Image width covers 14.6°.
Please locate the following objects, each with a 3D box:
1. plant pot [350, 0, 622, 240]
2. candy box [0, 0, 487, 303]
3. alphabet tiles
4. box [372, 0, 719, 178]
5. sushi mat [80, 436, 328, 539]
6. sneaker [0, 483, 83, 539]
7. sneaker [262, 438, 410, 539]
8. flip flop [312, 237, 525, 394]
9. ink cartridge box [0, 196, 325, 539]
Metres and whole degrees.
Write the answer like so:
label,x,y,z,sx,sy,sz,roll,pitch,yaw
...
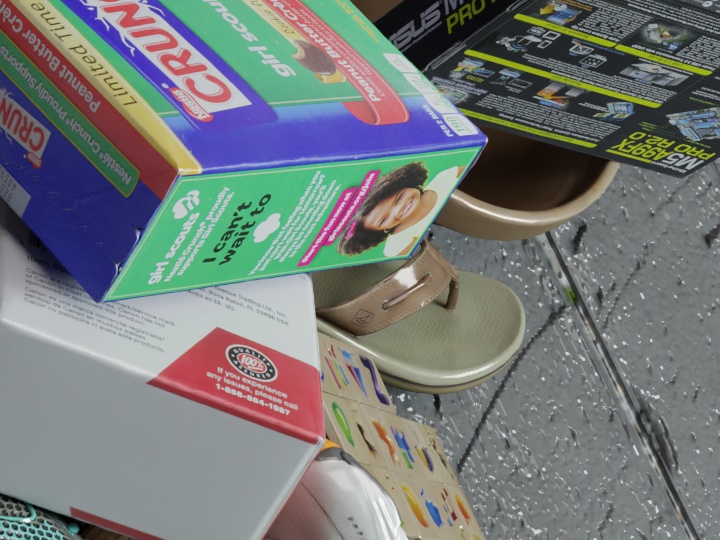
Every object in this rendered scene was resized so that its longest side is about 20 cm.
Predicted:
label,x,y,z,sx,sy,sz,roll,pitch,yaw
plant pot,0.032,-0.097,1.421,0.200,0.093,0.202,21,53,-32
candy box,-0.074,-0.074,1.155,0.169,0.077,0.200,46,32,25
alphabet tiles,0.027,0.109,1.279,0.168,0.008,0.200,65,10,14
box,0.131,-0.112,1.336,0.199,0.160,0.044,12,60,-35
sushi mat,-0.053,0.113,1.285,0.096,0.012,0.200,51,44,-5
sneaker,-0.129,0.121,1.115,0.199,0.078,0.092,24,50,-15
sneaker,-0.032,0.166,1.172,0.092,0.076,0.201,-19,121,-36
flip flop,0.000,0.000,1.356,0.199,0.058,0.081,22,40,-26
ink cartridge box,-0.099,0.011,1.169,0.144,0.084,0.200,22,33,-19
